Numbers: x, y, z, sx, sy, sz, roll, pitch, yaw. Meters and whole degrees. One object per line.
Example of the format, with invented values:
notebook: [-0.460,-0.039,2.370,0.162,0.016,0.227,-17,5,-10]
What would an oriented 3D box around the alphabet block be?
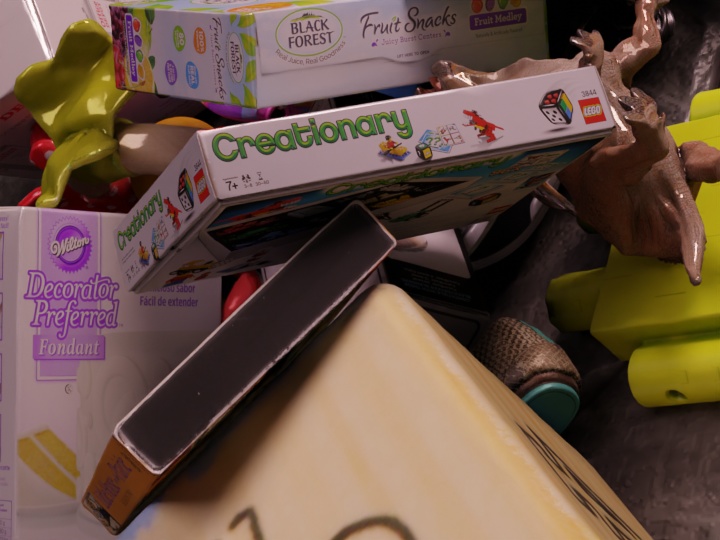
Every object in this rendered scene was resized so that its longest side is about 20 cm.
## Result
alphabet block: [0.035,0.164,0.769,0.195,0.196,0.200,-45,39,7]

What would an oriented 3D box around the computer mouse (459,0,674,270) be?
computer mouse: [0.099,-0.074,1.014,0.201,0.044,0.110,-56,25,-1]

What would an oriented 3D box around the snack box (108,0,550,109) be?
snack box: [-0.016,-0.129,0.994,0.142,0.198,0.054,12,110,52]

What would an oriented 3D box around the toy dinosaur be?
toy dinosaur: [0.120,-0.053,0.893,0.201,0.085,0.136,59,143,30]

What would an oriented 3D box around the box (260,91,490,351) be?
box: [0.000,0.000,0.996,0.117,0.060,0.201,-62,25,29]

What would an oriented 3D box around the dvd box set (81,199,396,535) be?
dvd box set: [-0.062,0.051,0.837,0.146,0.029,0.200,-44,-2,-20]

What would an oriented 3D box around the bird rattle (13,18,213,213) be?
bird rattle: [-0.132,-0.054,1.094,0.161,0.200,0.114,7,70,0]

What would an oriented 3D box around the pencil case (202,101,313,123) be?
pencil case: [-0.039,-0.179,1.108,0.088,0.088,0.202,29,110,51]

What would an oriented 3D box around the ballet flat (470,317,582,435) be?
ballet flat: [0.030,0.107,0.908,0.201,0.068,0.075,-53,44,12]

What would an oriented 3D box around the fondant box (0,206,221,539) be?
fondant box: [-0.145,0.070,0.996,0.058,0.143,0.203,-3,86,42]

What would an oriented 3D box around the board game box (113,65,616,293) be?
board game box: [0.000,-0.040,0.821,0.126,0.198,0.035,-37,67,60]

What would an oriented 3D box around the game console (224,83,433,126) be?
game console: [-0.032,-0.164,1.166,0.199,0.174,0.119,-7,28,39]

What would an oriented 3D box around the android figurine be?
android figurine: [0.184,-0.020,0.897,0.199,0.041,0.184,-11,51,42]

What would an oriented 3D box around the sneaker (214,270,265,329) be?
sneaker: [-0.105,0.005,1.117,0.199,0.085,0.077,19,72,49]

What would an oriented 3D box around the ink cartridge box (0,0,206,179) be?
ink cartridge box: [-0.205,-0.129,1.216,0.146,0.199,0.083,-29,76,27]
